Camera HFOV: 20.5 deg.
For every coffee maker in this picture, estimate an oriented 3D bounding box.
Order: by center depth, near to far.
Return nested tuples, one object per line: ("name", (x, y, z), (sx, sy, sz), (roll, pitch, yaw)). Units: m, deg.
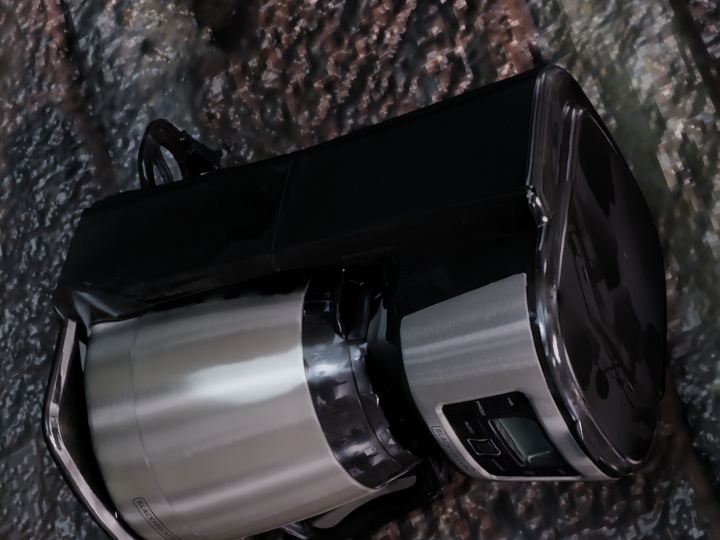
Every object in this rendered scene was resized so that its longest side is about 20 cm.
("coffee maker", (0.000, 0.000, 0.722), (0.199, 0.135, 0.193), (-15, 68, 23))
